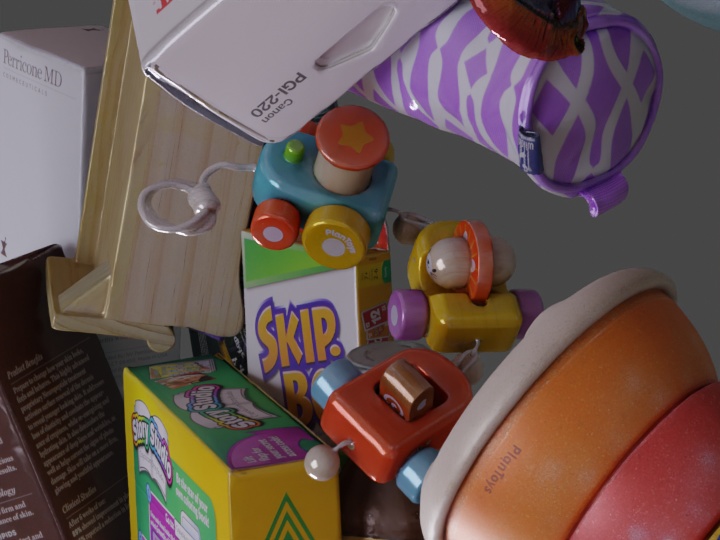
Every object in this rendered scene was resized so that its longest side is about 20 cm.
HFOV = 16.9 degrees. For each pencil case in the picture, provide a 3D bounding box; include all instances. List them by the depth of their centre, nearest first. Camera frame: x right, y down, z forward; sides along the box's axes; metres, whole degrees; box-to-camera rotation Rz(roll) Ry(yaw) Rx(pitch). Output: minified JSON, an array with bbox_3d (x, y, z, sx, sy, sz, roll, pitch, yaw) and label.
[{"bbox_3d":[0.046,-0.093,1.048,0.200,0.084,0.086,33,146,49],"label":"pencil case"}]

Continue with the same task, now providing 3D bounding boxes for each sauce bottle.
[{"bbox_3d":[0.015,0.133,1.107,0.065,0.064,0.202,18,116,52],"label":"sauce bottle"}]

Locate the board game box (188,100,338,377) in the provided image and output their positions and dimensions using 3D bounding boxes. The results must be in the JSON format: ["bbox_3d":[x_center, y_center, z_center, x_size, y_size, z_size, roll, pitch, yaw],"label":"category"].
[{"bbox_3d":[-0.047,-0.003,1.239,0.135,0.028,0.202,-10,90,53],"label":"board game box"}]

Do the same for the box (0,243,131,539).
[{"bbox_3d":[-0.171,0.099,1.274,0.074,0.100,0.202,-16,97,27],"label":"box"}]

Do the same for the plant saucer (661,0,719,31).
[{"bbox_3d":[0.141,-0.190,0.933,0.199,0.027,0.202,16,109,52],"label":"plant saucer"}]

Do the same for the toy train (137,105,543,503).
[{"bbox_3d":[0.000,0.000,1.055,0.200,0.150,0.056,48,141,25],"label":"toy train"}]

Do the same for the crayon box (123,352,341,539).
[{"bbox_3d":[-0.061,0.148,1.156,0.200,0.058,0.174,-149,56,-68],"label":"crayon box"}]

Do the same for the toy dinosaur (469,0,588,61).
[{"bbox_3d":[0.040,-0.169,0.938,0.198,0.105,0.183,2,71,26],"label":"toy dinosaur"}]

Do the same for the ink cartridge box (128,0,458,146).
[{"bbox_3d":[-0.034,-0.177,1.047,0.145,0.085,0.201,-38,47,25],"label":"ink cartridge box"}]

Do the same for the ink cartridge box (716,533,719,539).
[{"bbox_3d":[0.180,0.178,0.843,0.093,0.044,0.202,2,113,26],"label":"ink cartridge box"}]

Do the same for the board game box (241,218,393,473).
[{"bbox_3d":[-0.019,0.066,1.172,0.095,0.030,0.202,13,107,51],"label":"board game box"}]

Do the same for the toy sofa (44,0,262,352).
[{"bbox_3d":[-0.097,-0.067,1.213,0.083,0.097,0.202,-117,35,-65],"label":"toy sofa"}]

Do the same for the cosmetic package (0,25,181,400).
[{"bbox_3d":[-0.151,-0.027,1.347,0.101,0.071,0.202,24,116,51],"label":"cosmetic package"}]

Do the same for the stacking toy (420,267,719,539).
[{"bbox_3d":[0.134,0.110,0.949,0.200,0.146,0.147,42,132,20],"label":"stacking toy"}]
